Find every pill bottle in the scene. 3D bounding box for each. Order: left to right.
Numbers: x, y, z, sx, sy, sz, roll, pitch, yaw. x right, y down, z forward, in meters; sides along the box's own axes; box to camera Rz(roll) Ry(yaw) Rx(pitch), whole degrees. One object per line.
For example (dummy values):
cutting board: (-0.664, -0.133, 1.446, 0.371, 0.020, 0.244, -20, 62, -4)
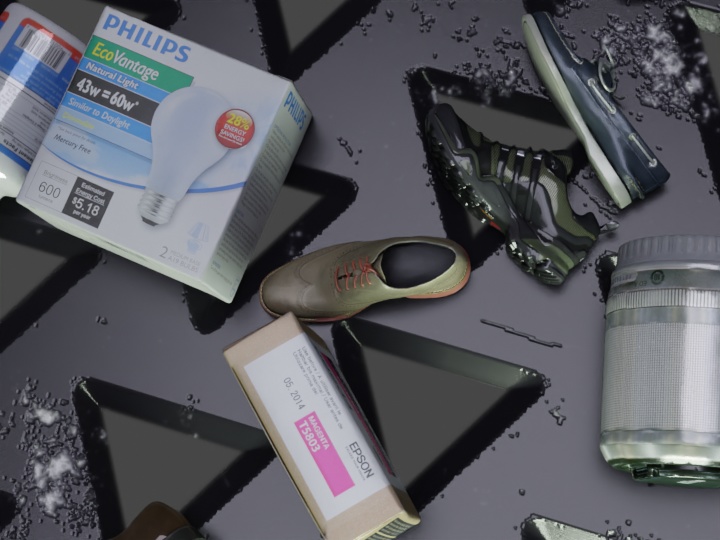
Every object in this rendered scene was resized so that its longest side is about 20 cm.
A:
pill bottle: (-0.337, -0.140, 1.627, 0.112, 0.112, 0.201, 32, 85, 11)

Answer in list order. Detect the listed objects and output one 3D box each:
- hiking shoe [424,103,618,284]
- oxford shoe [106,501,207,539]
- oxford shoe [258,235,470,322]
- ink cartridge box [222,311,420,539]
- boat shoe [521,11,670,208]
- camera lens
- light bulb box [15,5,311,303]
hiking shoe: (0.144, -0.086, 1.590, 0.101, 0.076, 0.200, -40, 87, -11)
oxford shoe: (-0.230, 0.293, 1.564, 0.200, 0.073, 0.084, -46, 61, -5)
oxford shoe: (0.000, 0.000, 1.580, 0.198, 0.075, 0.071, -13, 79, 4)
ink cartridge box: (-0.030, 0.147, 1.511, 0.075, 0.165, 0.201, -29, 78, 1)
boat shoe: (0.215, -0.156, 1.586, 0.062, 0.075, 0.201, -29, 79, 2)
camera lens: (0.289, 0.082, 1.488, 0.159, 0.160, 0.202, 3, 80, 7)
light bulb box: (-0.177, -0.106, 1.596, 0.197, 0.125, 0.201, 22, 84, 10)
